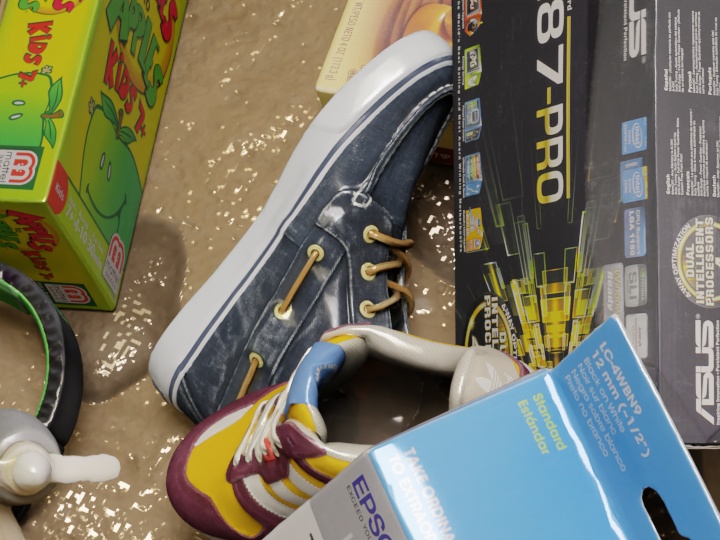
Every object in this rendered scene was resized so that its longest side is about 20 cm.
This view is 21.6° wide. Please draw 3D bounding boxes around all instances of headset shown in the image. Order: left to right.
[{"bbox_3d":[-0.207,0.080,0.818,0.123,0.094,0.201,25,75,24],"label":"headset"}]

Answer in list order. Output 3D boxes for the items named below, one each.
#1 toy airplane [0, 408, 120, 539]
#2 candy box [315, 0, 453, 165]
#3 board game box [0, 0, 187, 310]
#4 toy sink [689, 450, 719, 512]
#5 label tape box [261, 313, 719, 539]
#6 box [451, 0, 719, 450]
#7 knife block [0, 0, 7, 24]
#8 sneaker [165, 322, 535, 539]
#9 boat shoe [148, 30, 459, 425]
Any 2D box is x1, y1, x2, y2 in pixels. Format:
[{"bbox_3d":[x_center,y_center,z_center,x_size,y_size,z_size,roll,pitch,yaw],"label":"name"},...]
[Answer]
[{"bbox_3d":[-0.104,0.146,0.703,0.140,0.200,0.200,-25,55,5],"label":"toy airplane"},{"bbox_3d":[0.066,-0.147,0.905,0.114,0.055,0.202,11,65,19],"label":"candy box"},{"bbox_3d":[-0.131,-0.095,0.893,0.047,0.102,0.202,3,62,14],"label":"board game box"},{"bbox_3d":[0.181,-0.020,0.777,0.129,0.112,0.202,-11,60,6],"label":"toy sink"},{"bbox_3d":[0.036,0.125,0.582,0.066,0.200,0.144,-13,69,-35],"label":"label tape box"},{"bbox_3d":[0.090,-0.032,0.731,0.049,0.161,0.203,2,86,-25],"label":"box"},{"bbox_3d":[-0.195,-0.084,0.936,0.063,0.178,0.200,1,17,12],"label":"knife block"},{"bbox_3d":[-0.011,0.057,0.703,0.198,0.090,0.076,-10,52,37],"label":"sneaker"},{"bbox_3d":[0.000,0.000,0.815,0.091,0.071,0.201,40,100,22],"label":"boat shoe"}]
